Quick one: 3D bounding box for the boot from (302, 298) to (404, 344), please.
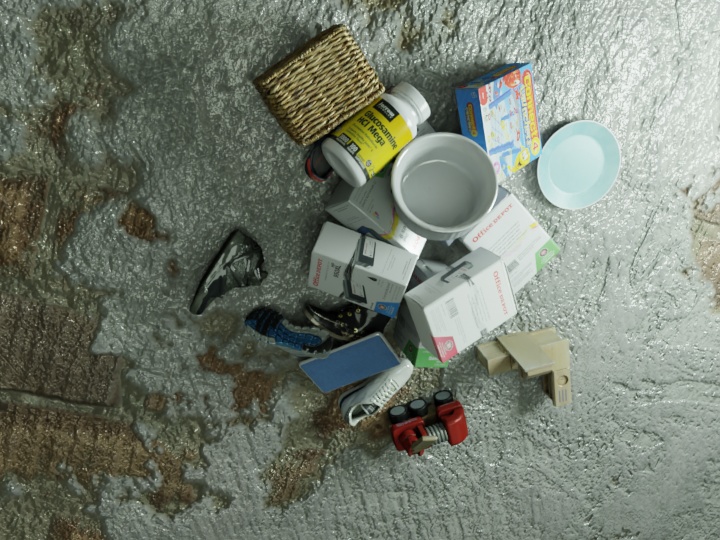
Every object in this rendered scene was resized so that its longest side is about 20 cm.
[{"bbox_3d":[-0.012,0.083,1.658,0.200,0.073,0.151,30,102,-26],"label":"boot"}]

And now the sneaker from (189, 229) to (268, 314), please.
[{"bbox_3d":[-0.265,0.025,1.573,0.114,0.076,0.199,35,94,-16],"label":"sneaker"}]

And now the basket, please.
[{"bbox_3d":[-0.083,-0.347,1.439,0.200,0.143,0.149,-37,111,-4],"label":"basket"}]

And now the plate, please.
[{"bbox_3d":[0.478,-0.233,1.684,0.200,0.026,0.200,-4,110,-12],"label":"plate"}]

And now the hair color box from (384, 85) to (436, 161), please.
[{"bbox_3d":[0.099,-0.268,1.559,0.100,0.061,0.200,-43,114,3],"label":"hair color box"}]

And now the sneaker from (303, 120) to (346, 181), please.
[{"bbox_3d":[-0.048,-0.265,1.512,0.075,0.085,0.200,18,105,-19],"label":"sneaker"}]

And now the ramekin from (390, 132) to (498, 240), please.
[{"bbox_3d":[0.155,-0.153,1.460,0.200,0.098,0.201,0,75,-1],"label":"ramekin"}]

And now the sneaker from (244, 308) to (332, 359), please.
[{"bbox_3d":[-0.155,0.147,1.633,0.200,0.087,0.075,21,65,11],"label":"sneaker"}]

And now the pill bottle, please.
[{"bbox_3d":[0.032,-0.260,1.443,0.200,0.112,0.112,-43,114,-9],"label":"pill bottle"}]

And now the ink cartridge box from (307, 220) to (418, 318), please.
[{"bbox_3d":[0.000,0.000,1.553,0.200,0.084,0.145,21,149,4],"label":"ink cartridge box"}]

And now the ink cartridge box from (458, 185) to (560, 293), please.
[{"bbox_3d":[0.314,-0.069,1.667,0.145,0.084,0.200,-45,118,6],"label":"ink cartridge box"}]

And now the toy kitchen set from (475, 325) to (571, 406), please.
[{"bbox_3d":[0.397,0.257,1.773,0.200,0.163,0.181,-13,113,-8],"label":"toy kitchen set"}]

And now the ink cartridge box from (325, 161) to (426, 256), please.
[{"bbox_3d":[0.050,-0.126,1.554,0.200,0.087,0.145,41,59,-25],"label":"ink cartridge box"}]

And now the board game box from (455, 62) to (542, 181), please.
[{"bbox_3d":[0.283,-0.296,1.541,0.196,0.056,0.200,-33,120,-38],"label":"board game box"}]

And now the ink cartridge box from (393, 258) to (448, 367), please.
[{"bbox_3d":[0.147,0.091,1.659,0.084,0.146,0.200,4,110,-17],"label":"ink cartridge box"}]

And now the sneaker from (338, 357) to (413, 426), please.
[{"bbox_3d":[0.043,0.280,1.743,0.200,0.081,0.076,-39,112,1],"label":"sneaker"}]

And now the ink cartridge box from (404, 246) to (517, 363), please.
[{"bbox_3d":[0.205,0.066,1.537,0.200,0.085,0.146,-30,123,-14],"label":"ink cartridge box"}]

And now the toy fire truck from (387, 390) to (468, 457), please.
[{"bbox_3d":[0.164,0.365,1.737,0.176,0.200,0.129,-17,114,-7],"label":"toy fire truck"}]

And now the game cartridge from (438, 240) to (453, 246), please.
[{"bbox_3d":[0.205,-0.157,1.581,0.200,0.041,0.133,-58,143,-15],"label":"game cartridge"}]

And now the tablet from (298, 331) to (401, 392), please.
[{"bbox_3d":[-0.022,0.205,1.690,0.200,0.014,0.130,-22,134,13],"label":"tablet"}]
